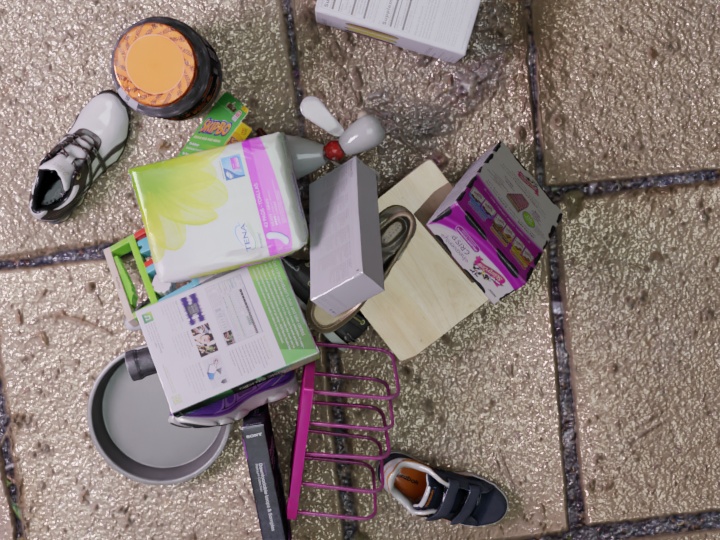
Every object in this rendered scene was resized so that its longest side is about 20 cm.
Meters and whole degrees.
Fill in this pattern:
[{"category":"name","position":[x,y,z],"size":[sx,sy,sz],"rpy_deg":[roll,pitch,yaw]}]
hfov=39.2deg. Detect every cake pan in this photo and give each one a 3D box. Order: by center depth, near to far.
[{"category":"cake pan","position":[-0.277,0.198,1.409],"size":[0.199,0.037,0.201],"rpy_deg":[0,97,-2]}]

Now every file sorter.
[{"category":"file sorter","position":[-0.024,0.212,1.344],"size":[0.125,0.139,0.201],"rpy_deg":[6,114,-5]}]

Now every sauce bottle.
[{"category":"sauce bottle","position":[-0.209,0.099,1.331],"size":[0.199,0.065,0.065],"rpy_deg":[-16,97,-5]}]

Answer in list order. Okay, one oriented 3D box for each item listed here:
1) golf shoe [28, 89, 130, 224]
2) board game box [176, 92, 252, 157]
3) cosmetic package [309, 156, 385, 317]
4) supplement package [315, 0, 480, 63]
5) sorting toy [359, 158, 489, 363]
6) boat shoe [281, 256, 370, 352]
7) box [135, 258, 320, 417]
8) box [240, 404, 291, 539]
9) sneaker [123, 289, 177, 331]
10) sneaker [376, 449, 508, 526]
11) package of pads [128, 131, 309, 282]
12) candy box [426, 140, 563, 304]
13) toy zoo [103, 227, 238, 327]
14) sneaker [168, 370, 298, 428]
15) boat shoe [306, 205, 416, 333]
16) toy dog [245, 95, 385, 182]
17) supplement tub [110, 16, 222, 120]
[{"category":"golf shoe","position":[-0.370,-0.148,1.335],"size":[0.078,0.094,0.200],"rpy_deg":[29,94,-4]},{"category":"board game box","position":[-0.215,-0.141,1.342],"size":[0.030,0.096,0.200],"rpy_deg":[30,98,-36]},{"category":"cosmetic package","position":[-0.018,-0.045,1.275],"size":[0.082,0.200,0.051],"rpy_deg":[-30,133,28]},{"category":"supplement package","position":[0.050,-0.354,1.313],"size":[0.199,0.114,0.110],"rpy_deg":[16,95,-3]},{"category":"sorting toy","position":[0.074,-0.014,1.378],"size":[0.199,0.070,0.200],"rpy_deg":[-38,97,3]},{"category":"boat shoe","position":[-0.070,0.021,1.380],"size":[0.061,0.072,0.201],"rpy_deg":[-43,104,1]},{"category":"box","position":[-0.168,0.082,1.286],"size":[0.199,0.036,0.145],"rpy_deg":[-22,74,-3]},{"category":"box","position":[-0.126,0.287,1.372],"size":[0.036,0.143,0.201],"rpy_deg":[-12,98,-3]},{"category":"sneaker","position":[-0.223,0.067,1.380],"size":[0.199,0.075,0.087],"rpy_deg":[-7,103,0]},{"category":"sneaker","position":[0.117,0.317,1.418],"size":[0.199,0.079,0.079],"rpy_deg":[19,95,-6]},{"category":"package of pads","position":[-0.174,-0.076,1.269],"size":[0.199,0.068,0.155],"rpy_deg":[-13,97,3]},{"category":"candy box","position":[0.178,-0.066,1.312],"size":[0.136,0.200,0.061],"rpy_deg":[49,128,-7]},{"category":"toy zoo","position":[-0.237,-0.024,1.351],"size":[0.200,0.020,0.131],"rpy_deg":[-29,56,1]},{"category":"sneaker","position":[-0.176,0.154,1.356],"size":[0.200,0.080,0.084],"rpy_deg":[-22,98,-42]},{"category":"boat shoe","position":[0.000,0.000,1.310],"size":[0.072,0.065,0.200],"rpy_deg":[41,95,-6]},{"category":"toy dog","position":[-0.071,-0.171,1.345],"size":[0.199,0.132,0.097],"rpy_deg":[-8,59,-5]},{"category":"supplement tub","position":[-0.243,-0.251,1.272],"size":[0.122,0.200,0.123],"rpy_deg":[0,97,-1]}]
